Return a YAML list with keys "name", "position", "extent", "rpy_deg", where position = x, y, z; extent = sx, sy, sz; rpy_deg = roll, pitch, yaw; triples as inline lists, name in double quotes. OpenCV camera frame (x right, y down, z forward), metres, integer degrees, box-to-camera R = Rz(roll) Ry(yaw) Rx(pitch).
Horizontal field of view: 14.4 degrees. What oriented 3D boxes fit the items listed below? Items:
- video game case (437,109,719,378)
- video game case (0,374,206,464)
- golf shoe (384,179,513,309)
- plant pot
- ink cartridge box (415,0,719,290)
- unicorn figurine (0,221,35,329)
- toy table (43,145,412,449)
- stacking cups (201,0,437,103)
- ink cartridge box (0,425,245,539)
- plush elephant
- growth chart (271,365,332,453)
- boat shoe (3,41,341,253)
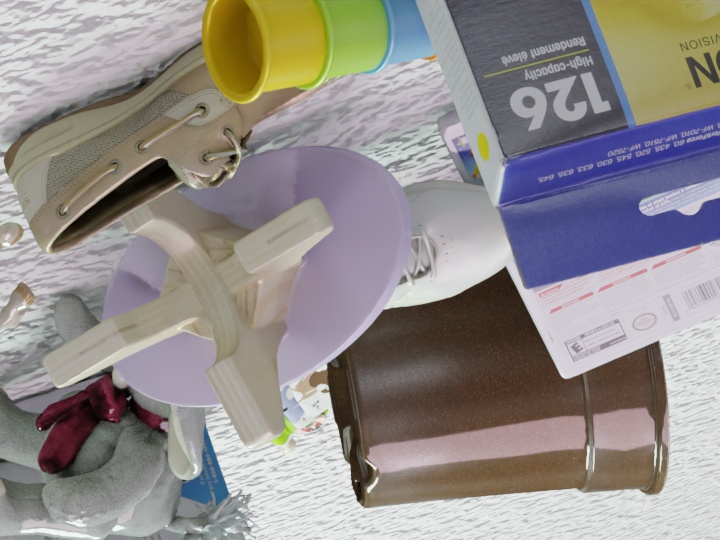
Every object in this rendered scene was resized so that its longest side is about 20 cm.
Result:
- name: "video game case"
  position: [0.149, -0.039, 1.723]
  extent: [0.143, 0.018, 0.200]
  rpy_deg: [-23, 121, 8]
- name: "video game case"
  position: [-0.203, 0.121, 1.966]
  extent: [0.199, 0.022, 0.182]
  rpy_deg: [-17, 160, -9]
- name: "golf shoe"
  position: [0.000, 0.000, 1.686]
  extent: [0.199, 0.076, 0.092]
  rpy_deg: [-12, -163, 14]
- name: "plant pot"
  position: [0.082, 0.064, 1.877]
  extent: [0.197, 0.201, 0.200]
  rpy_deg: [-9, 159, -7]
- name: "ink cartridge box"
  position: [0.141, -0.110, 1.437]
  extent: [0.197, 0.201, 0.047]
  rpy_deg: [-15, 160, -16]
- name: "unicorn figurine"
  position: [-0.248, 0.014, 1.545]
  extent: [0.137, 0.074, 0.200]
  rpy_deg: [-39, 142, -20]
- name: "toy table"
  position: [-0.077, 0.006, 1.598]
  extent: [0.200, 0.184, 0.117]
  rpy_deg: [-43, 171, 18]
- name: "stacking cups"
  position: [0.014, -0.129, 1.475]
  extent: [0.200, 0.061, 0.061]
  rpy_deg: [-12, 159, -37]
- name: "ink cartridge box"
  position: [-0.194, 0.212, 1.963]
  extent: [0.199, 0.147, 0.146]
  rpy_deg: [-11, 159, -25]
- name: "plush elephant"
  position: [-0.143, 0.082, 1.760]
  extent: [0.199, 0.155, 0.165]
  rpy_deg: [14, -161, -4]
- name: "growth chart"
  position: [0.002, 0.073, 2.051]
  extent: [0.200, 0.018, 0.145]
  rpy_deg: [-27, 159, 14]
- name: "boat shoe"
  position: [-0.088, -0.071, 1.508]
  extent: [0.199, 0.065, 0.072]
  rpy_deg: [-24, 160, 4]
